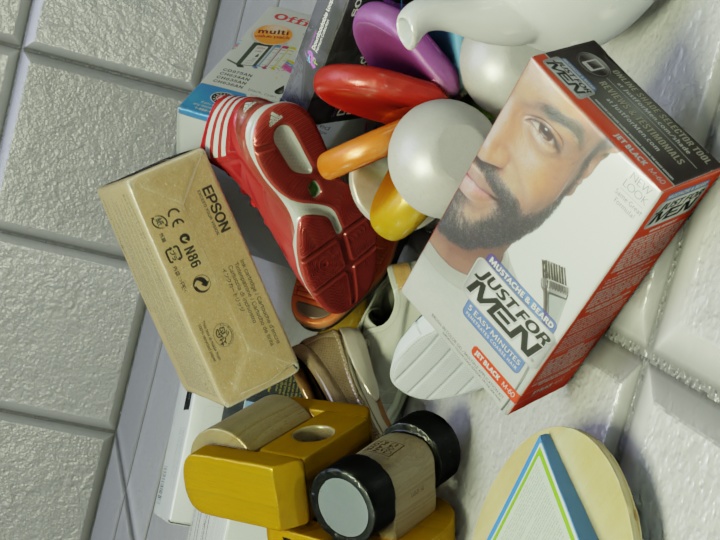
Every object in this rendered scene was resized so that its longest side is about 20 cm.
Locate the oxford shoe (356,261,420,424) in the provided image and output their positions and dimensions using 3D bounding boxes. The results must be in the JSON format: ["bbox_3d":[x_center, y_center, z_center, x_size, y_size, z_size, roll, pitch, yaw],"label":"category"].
[{"bbox_3d":[0.019,0.071,1.170,0.075,0.057,0.201,-101,27,-53],"label":"oxford shoe"}]

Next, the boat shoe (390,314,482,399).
[{"bbox_3d":[0.089,0.019,0.961,0.200,0.072,0.071,-48,23,41],"label":"boat shoe"}]

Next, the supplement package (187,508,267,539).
[{"bbox_3d":[-0.095,0.246,1.333,0.200,0.113,0.111,170,113,-75],"label":"supplement package"}]

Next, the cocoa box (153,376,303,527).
[{"bbox_3d":[-0.138,0.186,1.501,0.133,0.130,0.202,159,123,-73],"label":"cocoa box"}]

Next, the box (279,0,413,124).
[{"bbox_3d":[0.036,-0.191,1.092,0.036,0.199,0.144,46,130,30],"label":"box"}]

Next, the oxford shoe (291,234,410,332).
[{"bbox_3d":[0.000,0.000,1.208,0.200,0.071,0.073,-51,-27,-43],"label":"oxford shoe"}]

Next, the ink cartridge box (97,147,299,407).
[{"bbox_3d":[-0.141,0.005,1.149,0.201,0.075,0.165,67,164,-9],"label":"ink cartridge box"}]

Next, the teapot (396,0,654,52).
[{"bbox_3d":[0.115,-0.247,0.858,0.197,0.145,0.201,-47,31,38],"label":"teapot"}]

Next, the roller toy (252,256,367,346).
[{"bbox_3d":[-0.102,0.003,1.382,0.199,0.139,0.184,-24,88,36],"label":"roller toy"}]

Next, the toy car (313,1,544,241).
[{"bbox_3d":[0.045,-0.129,1.002,0.201,0.150,0.175,-53,10,-13],"label":"toy car"}]

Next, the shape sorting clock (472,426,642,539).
[{"bbox_3d":[0.107,0.190,0.780,0.200,0.039,0.202,-166,90,-74],"label":"shape sorting clock"}]

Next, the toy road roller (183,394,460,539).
[{"bbox_3d":[-0.024,0.184,1.010,0.199,0.123,0.147,7,109,34],"label":"toy road roller"}]

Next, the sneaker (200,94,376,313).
[{"bbox_3d":[-0.060,-0.063,1.100,0.115,0.078,0.201,30,147,49],"label":"sneaker"}]

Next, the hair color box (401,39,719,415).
[{"bbox_3d":[0.111,-0.021,0.803,0.111,0.064,0.201,50,136,23],"label":"hair color box"}]

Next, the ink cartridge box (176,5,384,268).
[{"bbox_3d":[-0.062,-0.126,1.269,0.200,0.146,0.145,-58,-20,-46],"label":"ink cartridge box"}]

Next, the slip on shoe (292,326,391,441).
[{"bbox_3d":[-0.006,0.139,1.099,0.076,0.060,0.201,120,137,-57],"label":"slip on shoe"}]
